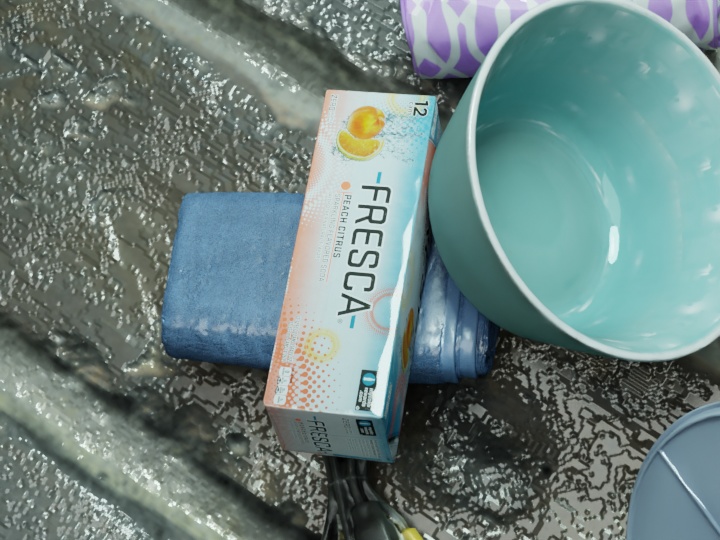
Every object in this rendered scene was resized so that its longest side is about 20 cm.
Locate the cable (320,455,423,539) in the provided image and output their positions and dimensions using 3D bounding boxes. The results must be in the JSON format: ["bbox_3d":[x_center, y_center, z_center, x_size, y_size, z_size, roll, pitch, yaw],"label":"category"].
[{"bbox_3d":[0.000,0.144,1.002,0.096,0.050,0.202,-26,62,14],"label":"cable"}]

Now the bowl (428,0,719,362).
[{"bbox_3d":[0.115,-0.040,0.944,0.199,0.105,0.203,9,73,-29],"label":"bowl"}]

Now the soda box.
[{"bbox_3d":[0.000,0.000,0.948,0.068,0.064,0.202,5,64,11],"label":"soda box"}]

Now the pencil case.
[{"bbox_3d":[0.117,-0.163,1.010,0.197,0.084,0.086,-2,55,11],"label":"pencil case"}]

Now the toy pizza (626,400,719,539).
[{"bbox_3d":[0.220,0.164,0.891,0.199,0.031,0.203,18,114,47],"label":"toy pizza"}]

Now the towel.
[{"bbox_3d":[-0.015,0.011,1.009,0.197,0.049,0.113,5,62,11],"label":"towel"}]
